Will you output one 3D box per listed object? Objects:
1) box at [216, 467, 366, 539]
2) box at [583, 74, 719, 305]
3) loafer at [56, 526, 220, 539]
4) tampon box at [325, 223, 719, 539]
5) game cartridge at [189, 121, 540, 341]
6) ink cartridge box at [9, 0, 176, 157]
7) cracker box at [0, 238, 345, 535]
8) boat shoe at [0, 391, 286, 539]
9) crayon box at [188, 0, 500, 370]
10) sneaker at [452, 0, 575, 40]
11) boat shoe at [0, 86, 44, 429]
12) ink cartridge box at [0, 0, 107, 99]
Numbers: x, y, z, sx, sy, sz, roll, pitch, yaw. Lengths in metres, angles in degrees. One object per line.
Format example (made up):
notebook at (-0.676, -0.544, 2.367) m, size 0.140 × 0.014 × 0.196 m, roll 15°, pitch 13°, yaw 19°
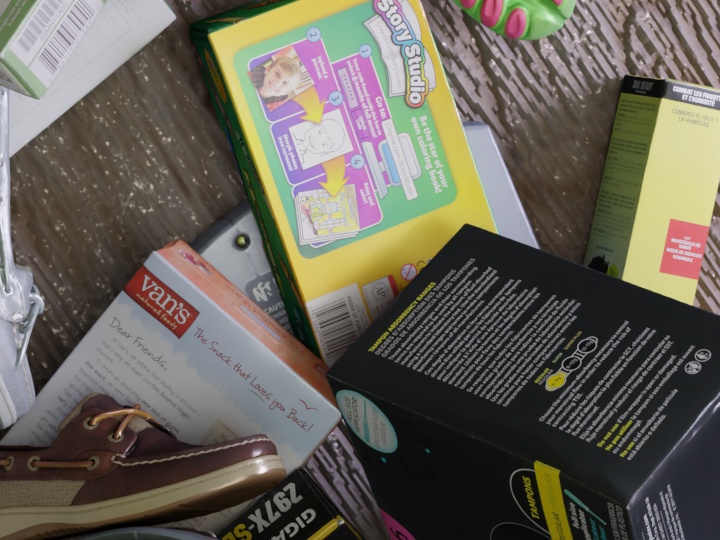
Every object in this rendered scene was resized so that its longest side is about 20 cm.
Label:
box at (-0.046, 0.211, 1.589) m, size 0.160 × 0.049 × 0.200 m, roll -40°, pitch 143°, yaw -3°
box at (0.162, -0.009, 1.672) m, size 0.050 × 0.075 × 0.201 m, roll 12°, pitch 92°, yaw -16°
loafer at (-0.123, 0.158, 1.492) m, size 0.199 × 0.063 × 0.072 m, roll -4°, pitch 105°, yaw 22°
tampon box at (0.108, 0.093, 1.513) m, size 0.126 × 0.199 × 0.150 m, roll -46°, pitch 137°, yaw -27°
game cartridge at (0.000, 0.000, 1.650) m, size 0.199 × 0.041 × 0.134 m, roll -25°, pitch 105°, yaw -11°
ink cartridge box at (-0.209, -0.114, 1.569) m, size 0.200 × 0.059 × 0.104 m, roll -40°, pitch 104°, yaw -7°
cracker box at (-0.114, 0.102, 1.573) m, size 0.134 × 0.058 × 0.200 m, roll 41°, pitch 104°, yaw 3°
boat shoe at (-0.133, 0.098, 1.510) m, size 0.199 × 0.072 × 0.072 m, roll -12°, pitch 82°, yaw 28°
crayon box at (-0.003, -0.059, 1.595) m, size 0.118 × 0.058 × 0.201 m, roll -21°, pitch 101°, yaw -12°
sneaker at (0.039, -0.204, 1.624) m, size 0.077 × 0.084 × 0.200 m, roll -42°, pitch 88°, yaw 11°
boat shoe at (-0.194, -0.020, 1.516) m, size 0.064 × 0.074 × 0.203 m, roll -12°, pitch 89°, yaw -16°
ink cartridge box at (-0.198, -0.178, 1.487) m, size 0.146 × 0.199 × 0.048 m, roll -58°, pitch 141°, yaw -13°
